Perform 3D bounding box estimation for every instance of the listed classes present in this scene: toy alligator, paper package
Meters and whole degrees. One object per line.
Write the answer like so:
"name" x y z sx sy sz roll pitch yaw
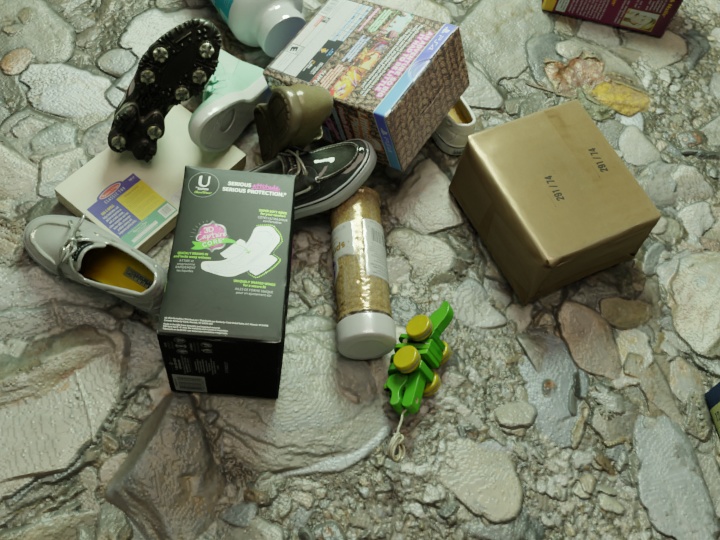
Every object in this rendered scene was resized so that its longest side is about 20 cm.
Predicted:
"toy alligator" 0.051 0.118 0.931 0.054 0.059 0.201 -3 50 39
"paper package" 0.238 -0.088 1.048 0.189 0.104 0.201 -20 64 -21

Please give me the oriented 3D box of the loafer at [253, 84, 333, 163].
"loafer" -0.081 -0.174 1.005 0.067 0.200 0.077 -11 94 -17

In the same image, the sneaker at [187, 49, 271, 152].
"sneaker" -0.195 -0.219 1.050 0.117 0.074 0.201 28 33 3

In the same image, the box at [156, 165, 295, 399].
"box" -0.137 0.014 0.903 0.123 0.149 0.202 5 60 -4

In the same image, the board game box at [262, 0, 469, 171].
"board game box" 0.009 -0.241 1.056 0.199 0.097 0.160 26 67 31

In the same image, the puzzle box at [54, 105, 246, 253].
"puzzle box" -0.255 -0.115 1.033 0.133 0.026 0.200 38 62 13

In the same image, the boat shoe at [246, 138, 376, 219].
"boat shoe" -0.077 -0.105 0.985 0.198 0.071 0.073 -28 53 5

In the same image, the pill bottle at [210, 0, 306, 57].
"pill bottle" -0.151 -0.387 1.158 0.110 0.111 0.201 -25 66 -21

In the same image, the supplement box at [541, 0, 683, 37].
"supplement box" 0.389 -0.453 1.269 0.198 0.131 0.104 13 58 -2

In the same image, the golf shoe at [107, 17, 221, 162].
"golf shoe" -0.234 -0.224 0.982 0.077 0.200 0.089 27 32 -32

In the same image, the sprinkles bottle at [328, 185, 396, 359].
"sprinkles bottle" 0.000 0.000 0.980 0.067 0.068 0.202 0 59 -9

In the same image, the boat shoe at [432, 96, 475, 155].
"boat shoe" 0.096 -0.252 1.140 0.070 0.070 0.201 -19 65 -18

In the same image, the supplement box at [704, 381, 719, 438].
"supplement box" 0.521 0.192 0.908 0.197 0.135 0.202 -3 60 -10

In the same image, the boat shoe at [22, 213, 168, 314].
"boat shoe" -0.298 -0.016 0.918 0.201 0.086 0.075 27 78 15
